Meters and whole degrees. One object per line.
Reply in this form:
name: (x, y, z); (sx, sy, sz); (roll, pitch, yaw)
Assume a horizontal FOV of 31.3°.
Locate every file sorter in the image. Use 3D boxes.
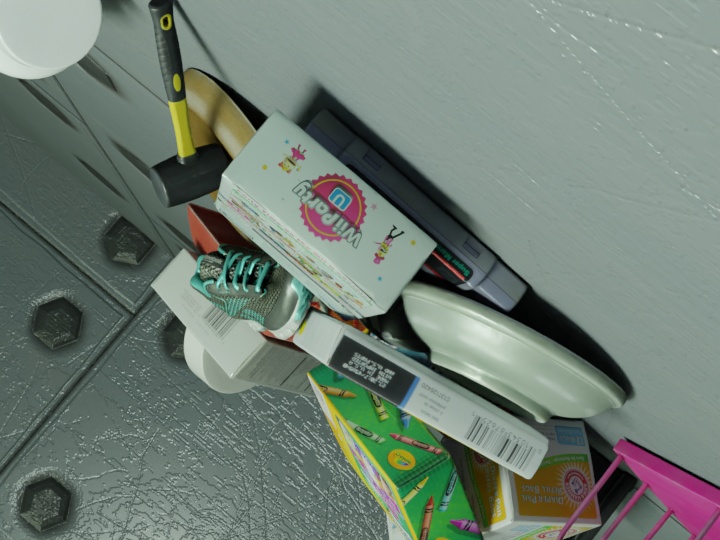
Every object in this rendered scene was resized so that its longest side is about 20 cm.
file sorter: (0.286, 0.272, 1.128); (0.200, 0.126, 0.139); (45, 170, -30)

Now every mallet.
mallet: (-0.156, -0.130, 1.035); (0.041, 0.066, 0.200); (51, 163, 37)

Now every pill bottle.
pill bottle: (-0.296, -0.229, 1.114); (0.120, 0.120, 0.200); (45, 170, -32)

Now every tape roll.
tape roll: (-0.130, 0.058, 1.571); (0.037, 0.203, 0.203); (35, 170, 30)

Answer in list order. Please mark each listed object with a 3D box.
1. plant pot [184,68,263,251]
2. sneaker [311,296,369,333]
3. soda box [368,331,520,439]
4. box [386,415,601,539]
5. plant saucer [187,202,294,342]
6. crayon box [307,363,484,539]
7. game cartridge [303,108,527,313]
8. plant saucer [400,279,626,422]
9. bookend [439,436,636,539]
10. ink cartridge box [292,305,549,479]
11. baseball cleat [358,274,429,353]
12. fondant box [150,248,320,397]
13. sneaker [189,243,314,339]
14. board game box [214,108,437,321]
plant pot: (-0.116, -0.089, 1.166); (0.200, 0.027, 0.200); (49, 162, 21)
sneaker: (-0.049, 0.004, 1.275); (0.077, 0.073, 0.201); (9, -140, -34)
soda box: (0.083, 0.106, 1.283); (0.068, 0.064, 0.200); (-26, 122, 37)
box: (0.123, 0.219, 1.241); (0.112, 0.102, 0.200); (8, 153, -30)
plant saucer: (-0.079, 0.020, 1.366); (0.199, 0.037, 0.200); (18, -155, -49)
crayon box: (0.030, 0.171, 1.183); (0.200, 0.058, 0.119); (46, 162, 53)
game cartridge: (0.030, -0.038, 0.978); (0.200, 0.038, 0.130); (41, 175, -4)
plant saucer: (0.110, 0.074, 1.013); (0.199, 0.050, 0.200); (28, 173, 4)
bookend: (0.180, 0.211, 1.379); (0.198, 0.092, 0.200); (38, 170, 13)
ink cartridge box: (0.040, 0.096, 1.092); (0.197, 0.047, 0.200); (29, 176, -13)
baseball cleat: (0.000, 0.000, 1.166); (0.200, 0.070, 0.106); (37, 171, 17)
fondant box: (-0.118, 0.060, 1.386); (0.144, 0.058, 0.200); (46, -173, 24)
sneaker: (-0.099, 0.013, 1.143); (0.091, 0.078, 0.200); (25, 165, -18)
board game box: (-0.034, -0.034, 0.959); (0.147, 0.064, 0.200); (40, 173, -5)
